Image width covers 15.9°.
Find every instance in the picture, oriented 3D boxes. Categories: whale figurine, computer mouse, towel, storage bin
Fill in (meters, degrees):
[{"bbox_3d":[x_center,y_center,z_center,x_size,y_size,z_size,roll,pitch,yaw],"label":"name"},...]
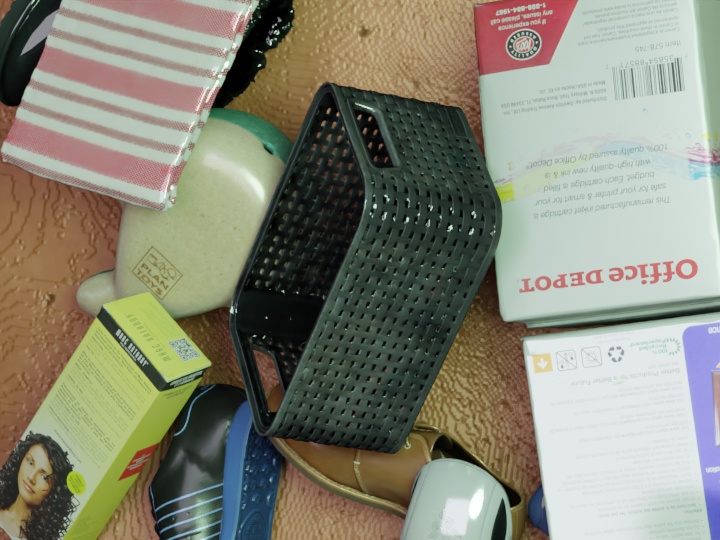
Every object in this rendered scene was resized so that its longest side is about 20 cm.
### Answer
[{"bbox_3d":[-0.109,-0.025,1.743,0.159,0.104,0.200,42,126,1],"label":"whale figurine"},{"bbox_3d":[0.050,0.210,1.642,0.109,0.044,0.201,15,122,21],"label":"computer mouse"},{"bbox_3d":[-0.142,-0.143,1.693,0.146,0.030,0.201,18,82,34],"label":"towel"},{"bbox_3d":[0.000,0.000,1.603,0.135,0.093,0.200,-108,35,-49],"label":"storage bin"}]

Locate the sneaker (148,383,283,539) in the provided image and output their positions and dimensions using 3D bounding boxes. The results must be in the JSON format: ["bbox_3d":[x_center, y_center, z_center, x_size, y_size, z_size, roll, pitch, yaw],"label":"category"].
[{"bbox_3d":[-0.107,0.175,1.740,0.078,0.070,0.201,12,89,32],"label":"sneaker"}]

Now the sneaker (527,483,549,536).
[{"bbox_3d":[0.201,0.134,1.616,0.200,0.075,0.088,-28,80,19],"label":"sneaker"}]

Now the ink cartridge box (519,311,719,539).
[{"bbox_3d":[0.207,0.126,1.563,0.197,0.043,0.201,-8,89,10],"label":"ink cartridge box"}]

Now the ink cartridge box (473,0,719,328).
[{"bbox_3d":[0.166,-0.068,1.603,0.145,0.145,0.201,-6,84,21],"label":"ink cartridge box"}]

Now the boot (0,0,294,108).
[{"bbox_3d":[-0.147,-0.164,1.767,0.162,0.073,0.199,36,94,22],"label":"boot"}]

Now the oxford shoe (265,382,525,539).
[{"bbox_3d":[0.024,0.117,1.675,0.200,0.071,0.071,29,134,14],"label":"oxford shoe"}]

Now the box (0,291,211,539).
[{"bbox_3d":[-0.180,0.111,1.740,0.075,0.050,0.200,46,123,20],"label":"box"}]
